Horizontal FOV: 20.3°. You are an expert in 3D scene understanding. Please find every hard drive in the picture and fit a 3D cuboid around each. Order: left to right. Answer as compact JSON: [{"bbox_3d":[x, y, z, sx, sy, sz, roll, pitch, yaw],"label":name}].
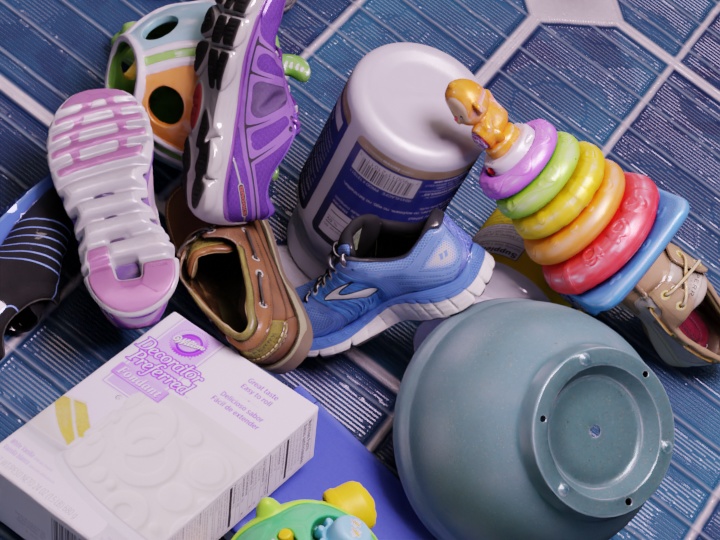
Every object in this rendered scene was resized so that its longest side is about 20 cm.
[{"bbox_3d":[-0.017,0.191,1.472,0.200,0.025,0.132,43,52,11],"label":"hard drive"}]

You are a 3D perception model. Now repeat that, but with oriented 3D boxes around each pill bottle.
[{"bbox_3d":[0.016,-0.074,1.562,0.115,0.200,0.116,11,54,-16],"label":"pill bottle"},{"bbox_3d":[0.130,0.014,1.602,0.114,0.114,0.200,36,51,5],"label":"pill bottle"}]

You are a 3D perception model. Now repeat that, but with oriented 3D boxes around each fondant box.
[{"bbox_3d":[-0.147,0.132,1.417,0.144,0.059,0.200,31,47,24],"label":"fondant box"}]

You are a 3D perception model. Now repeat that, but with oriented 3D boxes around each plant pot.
[{"bbox_3d":[0.141,0.115,1.442,0.199,0.134,0.202,3,84,-26],"label":"plant pot"}]

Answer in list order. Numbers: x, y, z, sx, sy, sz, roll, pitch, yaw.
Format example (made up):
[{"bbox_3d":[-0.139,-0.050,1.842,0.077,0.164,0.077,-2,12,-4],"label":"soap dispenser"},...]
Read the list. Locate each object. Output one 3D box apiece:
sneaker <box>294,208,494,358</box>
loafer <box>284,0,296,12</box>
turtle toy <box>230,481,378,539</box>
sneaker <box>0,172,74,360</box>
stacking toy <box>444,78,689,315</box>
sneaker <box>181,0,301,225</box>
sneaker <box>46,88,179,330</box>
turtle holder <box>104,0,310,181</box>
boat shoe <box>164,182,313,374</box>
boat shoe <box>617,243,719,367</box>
[{"bbox_3d":[0.000,0.000,1.517,0.089,0.199,0.079,54,32,-24],"label":"sneaker"},{"bbox_3d":[-0.141,-0.272,1.720,0.199,0.070,0.070,6,55,-18],"label":"loafer"},{"bbox_3d":[-0.024,0.244,1.356,0.145,0.101,0.201,-26,97,-12],"label":"turtle toy"},{"bbox_3d":[-0.250,-0.007,1.499,0.078,0.070,0.200,50,45,-11],"label":"sneaker"},{"bbox_3d":[0.131,-0.069,1.465,0.200,0.116,0.110,41,88,-23],"label":"stacking toy"},{"bbox_3d":[-0.079,-0.133,1.494,0.083,0.201,0.081,6,12,-25],"label":"sneaker"},{"bbox_3d":[-0.182,-0.040,1.492,0.080,0.089,0.201,-12,63,-6],"label":"sneaker"},{"bbox_3d":[-0.133,-0.158,1.593,0.131,0.141,0.186,4,51,-26],"label":"turtle holder"},{"bbox_3d":[-0.103,-0.009,1.516,0.068,0.072,0.200,29,17,-48],"label":"boat shoe"},{"bbox_3d":[0.249,0.012,1.610,0.200,0.066,0.074,43,62,-44],"label":"boat shoe"}]
